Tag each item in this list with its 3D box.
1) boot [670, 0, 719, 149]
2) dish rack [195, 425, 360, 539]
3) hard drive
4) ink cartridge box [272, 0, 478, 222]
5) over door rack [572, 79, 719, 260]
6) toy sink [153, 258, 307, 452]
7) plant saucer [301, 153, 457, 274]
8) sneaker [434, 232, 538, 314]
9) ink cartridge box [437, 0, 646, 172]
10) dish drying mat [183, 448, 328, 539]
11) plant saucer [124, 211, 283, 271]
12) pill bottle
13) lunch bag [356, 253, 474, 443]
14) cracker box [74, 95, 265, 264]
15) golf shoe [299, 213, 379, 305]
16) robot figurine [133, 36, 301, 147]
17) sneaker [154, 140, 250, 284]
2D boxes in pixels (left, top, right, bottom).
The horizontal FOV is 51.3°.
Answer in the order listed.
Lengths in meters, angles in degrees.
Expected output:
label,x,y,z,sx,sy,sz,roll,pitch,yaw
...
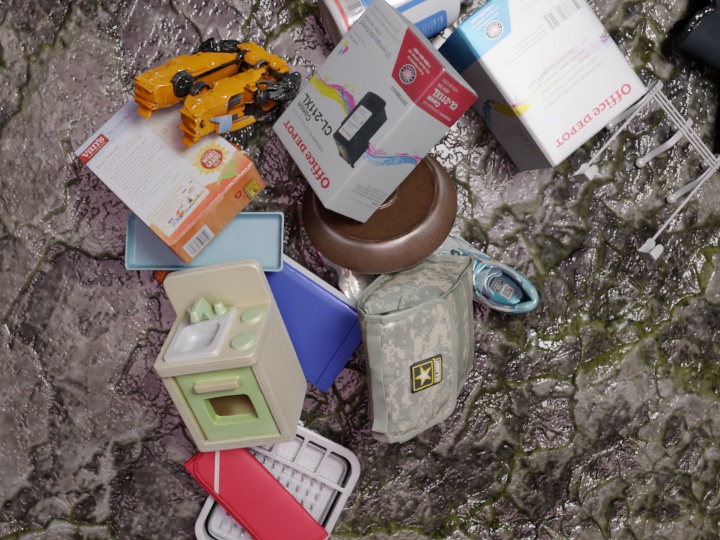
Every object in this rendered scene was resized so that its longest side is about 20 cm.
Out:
label,x,y,z,sx,sy,sz,roll,pitch,yaw
boot,0.475,-0.260,0.986,0.166,0.076,0.203,26,85,-10
dish rack,-0.110,0.299,1.002,0.170,0.044,0.202,26,92,-7
hard drive,-0.095,0.053,0.953,0.199,0.025,0.133,34,121,0
ink cartridge box,0.011,-0.179,0.857,0.200,0.082,0.146,-47,58,20
over door rack,0.373,-0.132,0.987,0.148,0.067,0.200,45,69,-8
toy sink,-0.159,0.107,0.896,0.128,0.113,0.202,-9,122,13
plant saucer,0.022,-0.091,0.929,0.197,0.035,0.203,-3,59,4
sneaker,0.145,0.000,0.977,0.197,0.086,0.079,20,92,-6
ink cartridge box,0.217,-0.248,0.932,0.146,0.146,0.201,-38,97,-1
dish drying mat,-0.135,0.298,0.970,0.077,0.018,0.200,-42,97,0
plant saucer,-0.188,-0.034,0.906,0.196,0.019,0.071,1,87,7
pill bottle,0.055,-0.336,0.929,0.198,0.112,0.114,-27,96,-2
lunch bag,0.065,0.088,0.892,0.116,0.200,0.167,6,116,24
cracker box,-0.228,-0.121,0.894,0.199,0.058,0.134,40,80,24
golf shoe,0.000,0.000,0.973,0.091,0.075,0.202,-30,98,-6
robot figurine,-0.164,-0.219,0.893,0.144,0.200,0.059,34,131,17
sneaker,-0.210,-0.074,0.960,0.076,0.073,0.202,30,91,18
